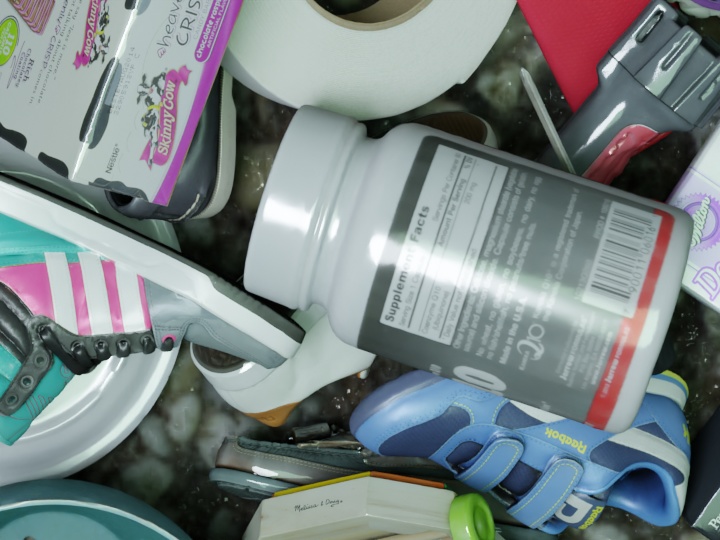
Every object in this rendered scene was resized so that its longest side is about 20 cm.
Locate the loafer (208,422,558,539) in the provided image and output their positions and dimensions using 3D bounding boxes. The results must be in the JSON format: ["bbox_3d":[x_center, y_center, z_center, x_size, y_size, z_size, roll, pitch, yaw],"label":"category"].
[{"bbox_3d":[0.017,0.109,1.240,0.199,0.072,0.063,15,79,-16],"label":"loafer"}]

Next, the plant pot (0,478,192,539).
[{"bbox_3d":[-0.159,0.191,1.188,0.199,0.135,0.202,-2,105,-7],"label":"plant pot"}]

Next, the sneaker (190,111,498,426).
[{"bbox_3d":[0.000,0.000,1.220,0.200,0.073,0.085,-42,138,-6],"label":"sneaker"}]

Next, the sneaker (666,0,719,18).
[{"bbox_3d":[0.176,-0.178,1.151,0.199,0.083,0.081,14,83,-47],"label":"sneaker"}]

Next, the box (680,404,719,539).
[{"bbox_3d":[0.282,0.087,1.256,0.141,0.079,0.201,34,95,-9],"label":"box"}]

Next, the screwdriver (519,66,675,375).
[{"bbox_3d":[0.122,-0.025,1.161,0.029,0.028,0.201,-11,126,17],"label":"screwdriver"}]

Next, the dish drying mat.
[{"bbox_3d":[0.119,-0.149,1.188,0.077,0.018,0.201,-30,120,0],"label":"dish drying mat"}]

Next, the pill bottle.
[{"bbox_3d":[0.051,-0.004,1.111,0.199,0.114,0.115,18,99,4],"label":"pill bottle"}]

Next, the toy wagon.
[{"bbox_3d":[0.022,0.169,1.223,0.154,0.040,0.200,-14,144,25],"label":"toy wagon"}]

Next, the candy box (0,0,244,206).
[{"bbox_3d":[-0.142,-0.129,1.099,0.061,0.200,0.137,14,101,-42],"label":"candy box"}]

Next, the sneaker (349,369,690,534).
[{"bbox_3d":[0.091,0.092,1.201,0.199,0.074,0.083,4,64,-22],"label":"sneaker"}]

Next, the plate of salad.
[{"bbox_3d":[-0.190,0.016,1.194,0.199,0.048,0.202,-2,100,-15],"label":"plate of salad"}]

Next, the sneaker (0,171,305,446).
[{"bbox_3d":[-0.137,0.036,1.134,0.199,0.084,0.121,24,91,-1],"label":"sneaker"}]

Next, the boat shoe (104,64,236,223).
[{"bbox_3d":[-0.104,-0.123,1.156,0.062,0.072,0.202,-11,102,-44],"label":"boat shoe"}]

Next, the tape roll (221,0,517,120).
[{"bbox_3d":[-0.002,-0.175,1.150,0.202,0.037,0.204,-8,105,-30],"label":"tape roll"}]

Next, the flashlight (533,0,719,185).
[{"bbox_3d":[0.119,-0.042,1.199,0.200,0.068,0.068,-49,61,13],"label":"flashlight"}]

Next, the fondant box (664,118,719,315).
[{"bbox_3d":[0.260,-0.012,1.173,0.199,0.058,0.145,34,95,5],"label":"fondant box"}]
